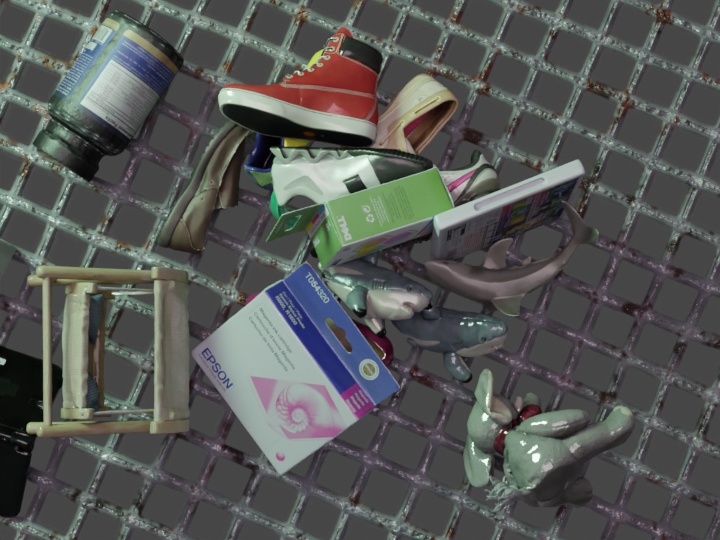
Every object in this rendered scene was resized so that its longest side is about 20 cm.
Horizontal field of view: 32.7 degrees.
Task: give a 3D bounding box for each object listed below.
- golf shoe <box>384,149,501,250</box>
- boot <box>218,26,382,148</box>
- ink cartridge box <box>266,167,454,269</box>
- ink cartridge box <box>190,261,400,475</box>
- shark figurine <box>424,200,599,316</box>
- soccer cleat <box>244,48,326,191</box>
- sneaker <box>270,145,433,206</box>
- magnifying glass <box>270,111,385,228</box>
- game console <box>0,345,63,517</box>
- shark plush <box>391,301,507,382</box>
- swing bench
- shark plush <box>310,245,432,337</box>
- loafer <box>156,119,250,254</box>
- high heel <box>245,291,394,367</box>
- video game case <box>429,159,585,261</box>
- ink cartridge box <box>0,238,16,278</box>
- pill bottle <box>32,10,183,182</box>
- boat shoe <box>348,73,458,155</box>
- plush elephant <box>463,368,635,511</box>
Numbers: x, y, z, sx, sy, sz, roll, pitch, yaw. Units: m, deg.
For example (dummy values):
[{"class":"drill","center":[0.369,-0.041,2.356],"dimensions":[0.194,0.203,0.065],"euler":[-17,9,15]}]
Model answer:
[{"class":"golf shoe","center":[0.081,-0.086,1.559],"dimensions":[0.200,0.073,0.092],"euler":[-20,80,-6]},{"class":"boot","center":[-0.072,-0.238,1.508],"dimensions":[0.200,0.072,0.144],"euler":[8,76,-15]},{"class":"ink cartridge box","center":[-0.001,-0.053,1.439],"dimensions":[0.200,0.104,0.059],"euler":[-18,81,-19]},{"class":"ink cartridge box","center":[-0.084,0.123,1.511],"dimensions":[0.200,0.043,0.196],"euler":[-39,85,28]},{"class":"shark figurine","center":[0.201,0.012,1.501],"dimensions":[0.214,0.090,0.128],"euler":[-20,128,15]},{"class":"soccer cleat","center":[-0.082,-0.195,1.554],"dimensions":[0.065,0.084,0.200],"euler":[24,86,39]},{"class":"sneaker","center":[-0.010,-0.107,1.498],"dimensions":[0.200,0.074,0.089],"euler":[1,97,10]},{"class":"magnifying glass","center":[-0.033,-0.131,1.569],"dimensions":[0.200,0.080,0.022],"euler":[-44,45,-13]},{"class":"game console","center":[-0.499,0.190,1.562],"dimensions":[0.200,0.116,0.176],"euler":[18,56,1]},{"class":"shark plush","center":[0.088,0.052,1.534],"dimensions":[0.200,0.083,0.091],"euler":[31,67,17]},{"class":"swing bench","center":[-0.297,0.098,1.487],"dimensions":[0.200,0.130,0.199],"euler":[0,85,-21]},{"class":"shark plush","center":[0.000,0.000,1.512],"dimensions":[0.083,0.091,0.200],"euler":[-45,49,-1]},{"class":"loafer","center":[-0.184,-0.107,1.566],"dimensions":[0.071,0.073,0.200],"euler":[30,91,-8]},{"class":"high heel","center":[-0.051,0.070,1.531],"dimensions":[0.200,0.096,0.067],"euler":[18,86,1]},{"class":"video game case","center":[0.173,-0.066,1.489],"dimensions":[0.182,0.200,0.023],"euler":[-21,78,-3]},{"class":"ink cartridge box","center":[-0.544,-0.049,1.518],"dimensions":[0.200,0.147,0.083],"euler":[30,85,1]},{"class":"pill bottle","center":[-0.322,-0.217,1.547],"dimensions":[0.112,0.112,0.200],"euler":[34,87,3]},{"class":"boat shoe","center":[0.047,-0.159,1.552],"dimensions":[0.069,0.074,0.200],"euler":[35,85,36]},{"class":"plush elephant","center":[0.200,0.206,1.504],"dimensions":[0.200,0.165,0.155],"euler":[-11,46,-30]}]
